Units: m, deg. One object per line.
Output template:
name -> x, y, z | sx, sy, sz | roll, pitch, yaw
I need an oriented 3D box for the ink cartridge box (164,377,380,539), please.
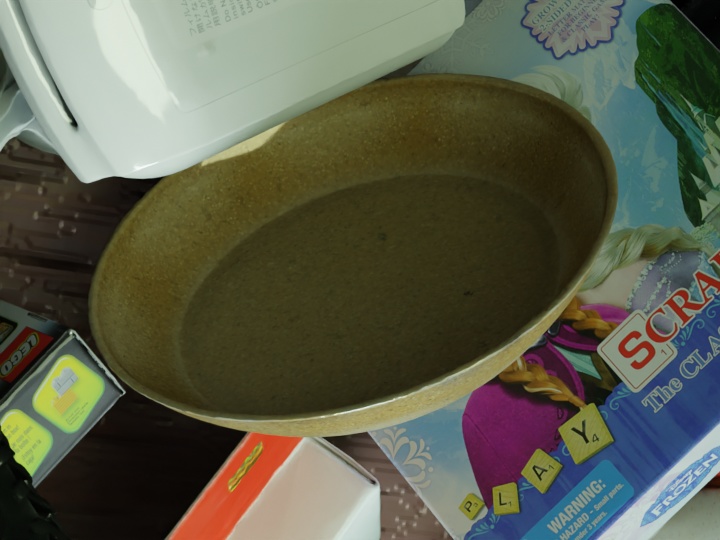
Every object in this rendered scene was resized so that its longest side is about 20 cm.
ink cartridge box -> -0.065, 0.149, 1.081 | 0.043, 0.174, 0.200 | 35, 76, 10

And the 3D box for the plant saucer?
plant saucer -> 0.000, 0.000, 1.033 | 0.200, 0.200, 0.036 | -36, 129, -22

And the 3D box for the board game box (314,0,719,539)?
board game box -> 0.078, -0.003, 1.084 | 0.200, 0.200, 0.041 | -45, 151, 7

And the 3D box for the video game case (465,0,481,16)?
video game case -> 0.011, -0.189, 1.143 | 0.143, 0.018, 0.201 | -24, 112, -27

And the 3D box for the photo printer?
photo printer -> -0.059, -0.129, 1.014 | 0.200, 0.069, 0.167 | -30, 105, -46

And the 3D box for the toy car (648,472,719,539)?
toy car -> 0.141, 0.041, 1.164 | 0.200, 0.150, 0.176 | 33, 42, -33

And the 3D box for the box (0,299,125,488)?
box -> -0.186, 0.092, 1.015 | 0.200, 0.110, 0.035 | -47, 121, -16

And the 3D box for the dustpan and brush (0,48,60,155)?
dustpan and brush -> -0.113, -0.075, 1.026 | 0.200, 0.057, 0.140 | -42, 123, -37

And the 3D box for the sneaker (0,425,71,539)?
sneaker -> -0.132, 0.048, 0.933 | 0.199, 0.073, 0.112 | 30, 81, 11

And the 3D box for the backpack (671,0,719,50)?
backpack -> 0.250, -0.122, 1.202 | 0.182, 0.200, 0.135 | -2, 101, -32
